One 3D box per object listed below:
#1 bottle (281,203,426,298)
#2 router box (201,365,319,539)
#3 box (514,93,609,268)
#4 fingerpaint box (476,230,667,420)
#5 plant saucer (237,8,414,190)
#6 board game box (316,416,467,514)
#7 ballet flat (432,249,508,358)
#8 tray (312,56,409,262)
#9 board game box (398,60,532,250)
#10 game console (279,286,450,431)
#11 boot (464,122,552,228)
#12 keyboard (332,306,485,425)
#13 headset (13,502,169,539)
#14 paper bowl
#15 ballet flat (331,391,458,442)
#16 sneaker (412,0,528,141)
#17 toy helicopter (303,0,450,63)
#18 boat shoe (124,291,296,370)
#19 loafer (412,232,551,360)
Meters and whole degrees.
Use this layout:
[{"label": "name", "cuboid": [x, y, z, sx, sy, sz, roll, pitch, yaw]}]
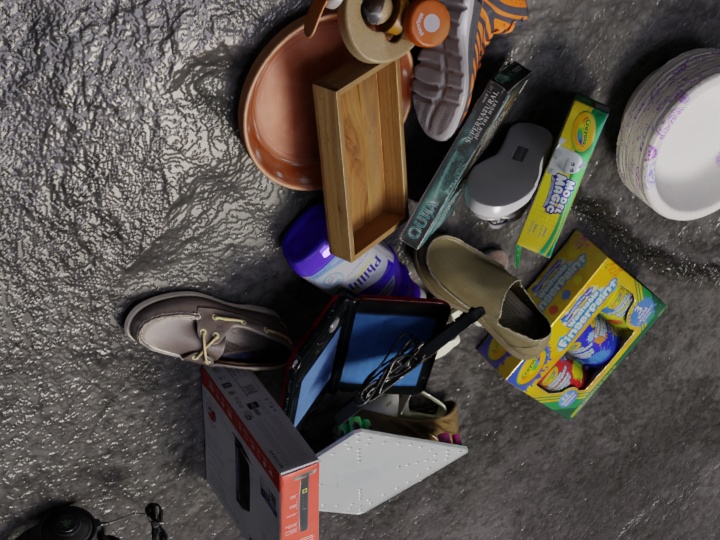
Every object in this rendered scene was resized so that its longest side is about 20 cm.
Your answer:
[{"label": "bottle", "cuboid": [0.000, 0.000, 1.622, 0.084, 0.065, 0.200, -45, 136, 10]}, {"label": "router box", "cuboid": [-0.112, 0.224, 1.613, 0.049, 0.200, 0.181, -17, 129, -24]}, {"label": "box", "cuboid": [0.227, -0.098, 1.658, 0.117, 0.048, 0.201, -47, 161, -75]}, {"label": "fingerpaint box", "cuboid": [0.273, 0.074, 1.858, 0.200, 0.073, 0.167, -50, 135, 7]}, {"label": "plant saucer", "cuboid": [-0.036, -0.177, 1.492, 0.199, 0.032, 0.202, -18, 129, -23]}, {"label": "board game box", "cuboid": [-0.004, 0.238, 1.755, 0.199, 0.026, 0.200, 16, 139, -44]}, {"label": "ballet flat", "cuboid": [0.112, 0.056, 1.739, 0.200, 0.067, 0.068, -40, 135, -4]}, {"label": "tray", "cuboid": [0.002, -0.119, 1.489, 0.098, 0.037, 0.201, -37, 135, -37]}, {"label": "board game box", "cuboid": [0.114, -0.126, 1.568, 0.201, 0.028, 0.135, -60, 174, 22]}, {"label": "game console", "cuboid": [-0.002, 0.120, 1.624, 0.173, 0.118, 0.201, -54, 166, -34]}, {"label": "boot", "cuboid": [0.162, -0.082, 1.617, 0.200, 0.073, 0.096, -48, 155, -52]}, {"label": "keyboard", "cuboid": [0.047, 0.094, 1.595, 0.200, 0.040, 0.104, -39, 176, 8]}, {"label": "headset", "cuboid": [-0.307, 0.322, 1.626, 0.199, 0.094, 0.124, -31, 135, 4]}, {"label": "paper bowl", "cuboid": [0.392, -0.170, 1.741, 0.199, 0.104, 0.202, -19, 131, -23]}, {"label": "ballet flat", "cuboid": [0.049, 0.178, 1.794, 0.199, 0.068, 0.073, 9, 96, -38]}, {"label": "sneaker", "cuboid": [0.122, -0.234, 1.508, 0.111, 0.077, 0.202, -13, 121, -42]}, {"label": "toy helicopter", "cuboid": [0.004, -0.298, 1.392, 0.131, 0.079, 0.202, -14, 106, -23]}, {"label": "boat shoe", "cuboid": [-0.158, 0.071, 1.569, 0.199, 0.060, 0.072, 9, 116, -38]}, {"label": "loafer", "cuboid": [0.149, 0.023, 1.682, 0.199, 0.067, 0.076, 37, 65, -10]}]
